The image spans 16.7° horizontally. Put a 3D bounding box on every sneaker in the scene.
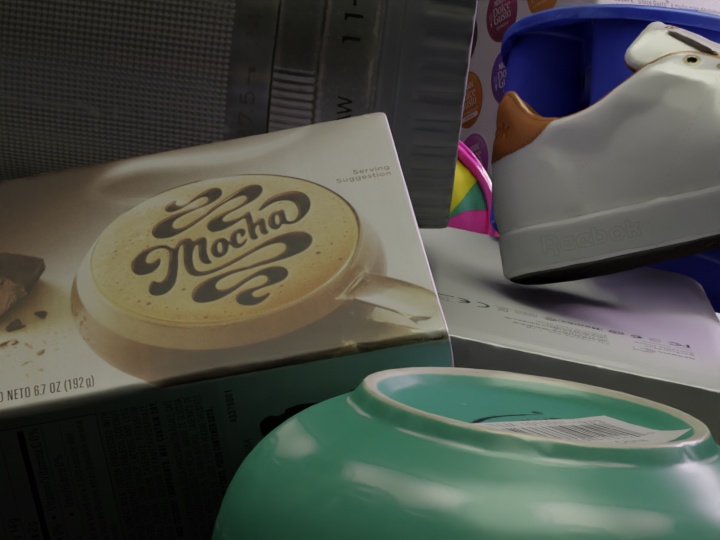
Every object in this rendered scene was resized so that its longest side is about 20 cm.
[{"bbox_3d":[0.139,-0.054,0.854,0.200,0.085,0.073,-11,-9,14],"label":"sneaker"}]

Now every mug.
[{"bbox_3d":[0.037,0.086,0.624,0.152,0.115,0.185,7,8,1],"label":"mug"}]

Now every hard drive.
[{"bbox_3d":[0.067,0.021,0.887,0.132,0.027,0.200,12,12,0],"label":"hard drive"}]

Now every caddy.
[{"bbox_3d":[0.145,-0.051,0.988,0.200,0.105,0.141,18,-13,-30],"label":"caddy"}]

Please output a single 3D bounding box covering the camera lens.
[{"bbox_3d":[-0.059,-0.098,0.855,0.200,0.160,0.160,7,8,1],"label":"camera lens"}]

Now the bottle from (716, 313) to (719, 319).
[{"bbox_3d":[0.162,0.048,1.195,0.200,0.065,0.084,6,9,-9],"label":"bottle"}]

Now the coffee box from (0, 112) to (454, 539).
[{"bbox_3d":[-0.077,0.032,0.714,0.200,0.080,0.113,-10,38,-2],"label":"coffee box"}]

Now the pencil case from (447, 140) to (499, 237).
[{"bbox_3d":[0.000,0.000,1.104,0.088,0.089,0.200,6,-17,-11],"label":"pencil case"}]

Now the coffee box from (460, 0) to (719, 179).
[{"bbox_3d":[0.153,-0.065,1.311,0.200,0.198,0.200,3,-15,-29],"label":"coffee box"}]
